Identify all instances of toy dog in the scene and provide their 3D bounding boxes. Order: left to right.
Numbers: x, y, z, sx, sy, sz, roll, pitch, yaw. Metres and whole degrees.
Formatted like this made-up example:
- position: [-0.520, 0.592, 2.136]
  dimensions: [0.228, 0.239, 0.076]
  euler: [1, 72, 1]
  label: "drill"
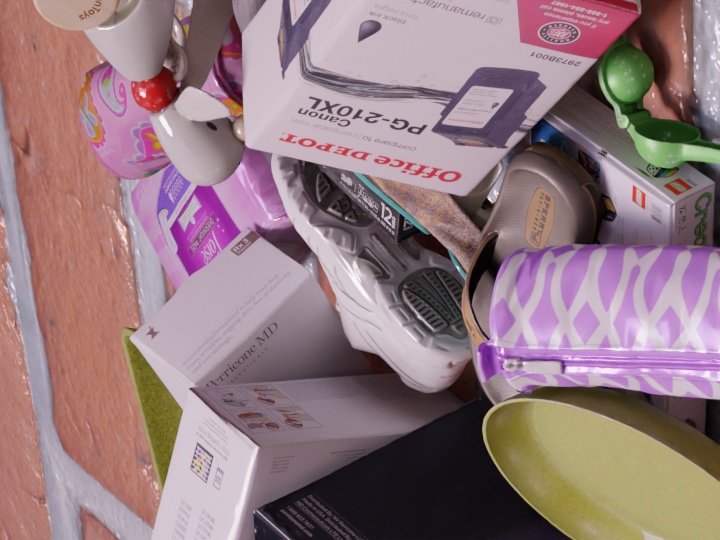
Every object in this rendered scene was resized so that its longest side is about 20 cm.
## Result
- position: [-0.104, -0.143, 1.653]
  dimensions: [0.200, 0.096, 0.133]
  euler: [44, -149, -54]
  label: "toy dog"

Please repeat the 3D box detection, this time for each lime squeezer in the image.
- position: [0.157, -0.101, 1.580]
  dimensions: [0.201, 0.038, 0.071]
  euler: [56, 154, 23]
  label: "lime squeezer"

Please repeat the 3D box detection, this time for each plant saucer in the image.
- position: [-0.093, 0.145, 2.205]
  dimensions: [0.200, 0.048, 0.201]
  euler: [20, 128, 54]
  label: "plant saucer"
- position: [0.163, 0.124, 1.676]
  dimensions: [0.199, 0.031, 0.200]
  euler: [28, 157, 12]
  label: "plant saucer"

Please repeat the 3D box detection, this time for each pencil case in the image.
- position: [-0.103, -0.116, 1.841]
  dimensions: [0.200, 0.087, 0.088]
  euler: [-18, 96, 59]
  label: "pencil case"
- position: [0.159, 0.029, 1.555]
  dimensions: [0.199, 0.085, 0.084]
  euler: [-1, 116, 33]
  label: "pencil case"

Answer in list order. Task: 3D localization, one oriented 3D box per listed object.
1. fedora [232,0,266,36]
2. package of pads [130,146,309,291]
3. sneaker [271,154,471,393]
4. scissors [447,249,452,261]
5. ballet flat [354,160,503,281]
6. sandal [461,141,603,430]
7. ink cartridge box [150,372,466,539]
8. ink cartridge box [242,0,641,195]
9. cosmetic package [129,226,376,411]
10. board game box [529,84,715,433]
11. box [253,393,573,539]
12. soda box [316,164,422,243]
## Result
- position: [0.016, -0.177, 1.679]
  dimensions: [0.200, 0.176, 0.091]
  euler: [51, -148, -53]
  label: "fedora"
- position: [-0.083, -0.053, 2.002]
  dimensions: [0.121, 0.075, 0.200]
  euler: [61, 152, 12]
  label: "package of pads"
- position: [0.000, 0.000, 1.869]
  dimensions: [0.201, 0.078, 0.100]
  euler: [56, 150, 22]
  label: "sneaker"
- position: [0.056, 0.036, 1.892]
  dimensions: [0.073, 0.014, 0.200]
  euler: [57, 150, 14]
  label: "scissors"
- position: [0.068, -0.035, 1.734]
  dimensions: [0.200, 0.067, 0.068]
  euler: [43, -160, -31]
  label: "ballet flat"
- position: [0.093, 0.016, 1.669]
  dimensions: [0.081, 0.055, 0.201]
  euler: [32, 140, 20]
  label: "sandal"
- position: [-0.031, 0.164, 1.892]
  dimensions: [0.084, 0.199, 0.177]
  euler: [36, 118, 44]
  label: "ink cartridge box"
- position: [0.039, -0.133, 1.580]
  dimensions: [0.200, 0.144, 0.085]
  euler: [133, 143, -51]
  label: "ink cartridge box"
- position: [-0.054, 0.081, 1.947]
  dimensions: [0.081, 0.113, 0.200]
  euler: [35, 165, 43]
  label: "cosmetic package"
- position: [0.147, 0.006, 1.678]
  dimensions: [0.126, 0.034, 0.201]
  euler: [40, 145, 40]
  label: "board game box"
- position: [0.049, 0.212, 1.842]
  dimensions: [0.123, 0.198, 0.201]
  euler: [36, 140, 40]
  label: "box"
- position: [-0.009, -0.108, 1.840]
  dimensions: [0.200, 0.063, 0.071]
  euler: [44, 144, 35]
  label: "soda box"
